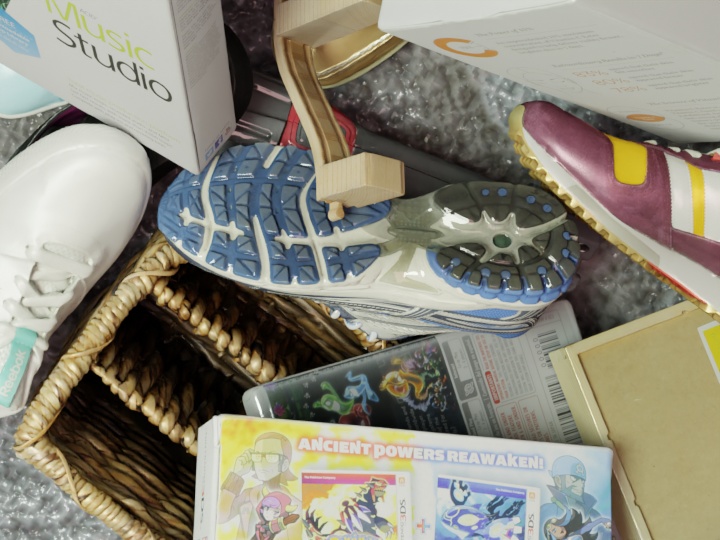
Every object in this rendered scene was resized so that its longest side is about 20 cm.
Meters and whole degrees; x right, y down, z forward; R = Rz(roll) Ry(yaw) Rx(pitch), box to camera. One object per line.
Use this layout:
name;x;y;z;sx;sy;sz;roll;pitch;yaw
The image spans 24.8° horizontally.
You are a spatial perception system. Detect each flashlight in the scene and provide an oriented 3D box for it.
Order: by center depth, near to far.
flashlight;0.019;-0.039;0.843;0.200;0.068;0.068;21;113;-12

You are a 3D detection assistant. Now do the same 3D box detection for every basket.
basket;-0.049;0.073;0.828;0.200;0.149;0.143;41;102;-10

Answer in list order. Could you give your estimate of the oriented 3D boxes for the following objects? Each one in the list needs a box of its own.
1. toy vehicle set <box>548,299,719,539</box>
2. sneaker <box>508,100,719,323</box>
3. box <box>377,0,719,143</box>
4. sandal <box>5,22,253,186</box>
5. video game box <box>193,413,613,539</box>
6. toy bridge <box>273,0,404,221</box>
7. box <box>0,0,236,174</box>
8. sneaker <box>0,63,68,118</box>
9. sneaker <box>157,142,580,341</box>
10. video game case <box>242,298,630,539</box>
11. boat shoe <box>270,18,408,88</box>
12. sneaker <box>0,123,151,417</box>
toy vehicle set;0.210;0.065;0.836;0.200;0.027;0.124;-19;84;-14
sneaker;0.166;-0.036;0.788;0.200;0.075;0.090;36;95;-6
box;0.128;-0.129;0.729;0.200;0.124;0.098;14;83;-37
sandal;-0.137;-0.056;0.815;0.200;0.048;0.075;-41;71;29
video game box;0.020;0.165;0.748;0.200;0.047;0.183;7;76;-19
toy bridge;-0.012;-0.121;0.768;0.027;0.067;0.200;12;73;-42
box;-0.125;-0.131;0.687;0.144;0.200;0.036;29;67;13
sneaker;-0.119;-0.141;0.800;0.200;0.082;0.074;-38;102;10
sneaker;0.000;0.000;0.789;0.200;0.077;0.085;11;148;2
video game case;0.054;0.130;0.806;0.182;0.023;0.200;-15;82;-23
boat shoe;0.029;-0.166;0.796;0.072;0.076;0.200;39;103;-11
sneaker;-0.163;0.022;0.773;0.075;0.089;0.200;28;116;-33
